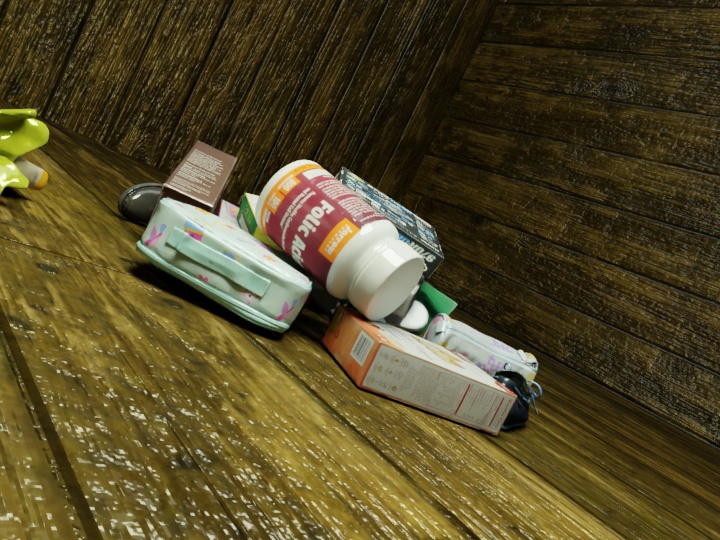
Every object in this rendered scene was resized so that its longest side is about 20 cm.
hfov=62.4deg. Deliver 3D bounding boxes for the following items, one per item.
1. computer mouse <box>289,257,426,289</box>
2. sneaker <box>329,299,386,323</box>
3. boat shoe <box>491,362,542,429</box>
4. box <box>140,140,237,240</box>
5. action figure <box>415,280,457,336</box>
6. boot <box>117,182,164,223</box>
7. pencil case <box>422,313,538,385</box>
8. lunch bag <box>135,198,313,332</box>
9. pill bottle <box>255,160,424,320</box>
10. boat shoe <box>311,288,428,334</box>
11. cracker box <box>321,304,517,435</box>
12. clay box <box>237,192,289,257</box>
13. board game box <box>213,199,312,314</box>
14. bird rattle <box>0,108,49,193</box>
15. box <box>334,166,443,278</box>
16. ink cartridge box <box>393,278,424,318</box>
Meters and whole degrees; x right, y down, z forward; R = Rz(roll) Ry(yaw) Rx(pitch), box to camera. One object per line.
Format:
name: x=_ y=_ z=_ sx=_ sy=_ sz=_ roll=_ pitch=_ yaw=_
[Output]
computer mouse: x=-0.012 y=0.005 z=0.832 sx=0.200 sy=0.044 sz=0.110 roll=1 pitch=0 yaw=-15
sneaker: x=0.010 y=0.072 z=0.843 sx=0.087 sy=0.074 sz=0.200 roll=31 pitch=2 yaw=-5
boat shoe: x=0.211 y=0.172 z=0.818 sx=0.084 sy=0.069 sz=0.200 roll=27 pitch=3 yaw=15
box: x=-0.243 y=-0.106 z=0.865 sx=0.075 sy=0.100 sz=0.200 roll=25 pitch=24 yaw=-12
action figure: x=0.061 y=0.024 z=1.056 sx=0.200 sy=0.118 sz=0.055 roll=45 pitch=17 yaw=-14
boot: x=-0.264 y=-0.063 z=0.945 sx=0.200 sy=0.069 sz=0.174 roll=12 pitch=21 yaw=-48
pencil case: x=0.205 y=0.147 z=1.029 sx=0.200 sy=0.083 sz=0.091 roll=25 pitch=-18 yaw=-10
lunch bag: x=-0.154 y=-0.006 z=0.686 sx=0.200 sy=0.077 sz=0.160 roll=30 pitch=4 yaw=-5
pill bottle: x=-0.026 y=-0.037 z=0.729 sx=0.200 sy=0.114 sz=0.114 roll=41 pitch=9 yaw=24
boat shoe: x=0.012 y=0.067 z=1.006 sx=0.200 sy=0.072 sz=0.068 roll=13 pitch=-29 yaw=-8
cracker box: x=0.067 y=0.116 z=0.706 sx=0.200 sy=0.058 sz=0.134 roll=25 pitch=4 yaw=-25
clay box: x=-0.076 y=-0.053 z=0.895 sx=0.200 sy=0.048 sz=0.115 roll=13 pitch=24 yaw=-27
board game box: x=-0.152 y=-0.024 z=0.882 sx=0.153 sy=0.040 sz=0.200 roll=27 pitch=18 yaw=-19
bird rattle: x=-0.454 y=-0.136 z=0.674 sx=0.200 sy=0.113 sz=0.163 roll=13 pitch=-9 yaw=5
box: x=0.038 y=-0.083 z=0.972 sx=0.200 sy=0.046 sz=0.159 roll=32 pitch=18 yaw=-12
ink cartridge box: x=0.000 y=0.000 z=0.972 sx=0.200 sy=0.050 sz=0.109 roll=23 pitch=23 yaw=9
